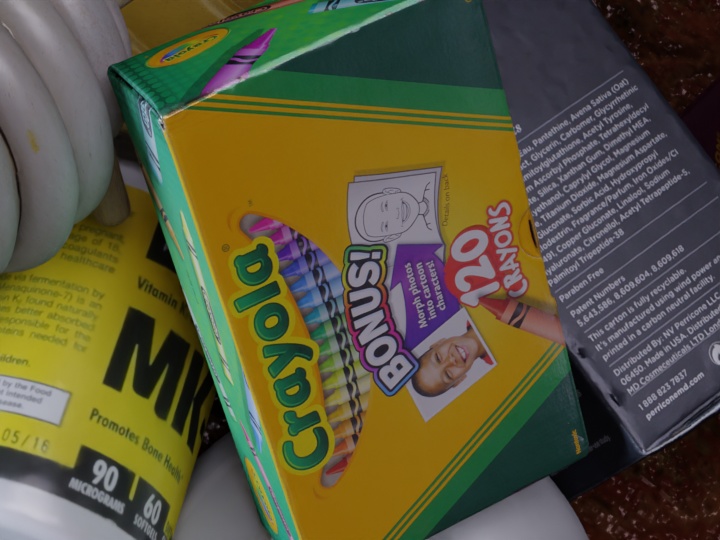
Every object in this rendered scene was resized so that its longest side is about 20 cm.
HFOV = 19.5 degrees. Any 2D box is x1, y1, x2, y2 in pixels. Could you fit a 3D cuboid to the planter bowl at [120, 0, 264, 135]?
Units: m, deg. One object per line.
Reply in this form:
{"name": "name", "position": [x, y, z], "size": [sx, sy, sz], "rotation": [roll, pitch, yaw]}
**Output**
{"name": "planter bowl", "position": [-0.045, -0.147, 0.814], "size": [0.199, 0.083, 0.202], "rotation": [-1, 87, 27]}

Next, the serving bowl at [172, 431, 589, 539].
{"name": "serving bowl", "position": [-0.002, 0.138, 0.819], "size": [0.198, 0.066, 0.202], "rotation": [-2, 72, 7]}

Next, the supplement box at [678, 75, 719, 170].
{"name": "supplement box", "position": [0.193, -0.032, 0.883], "size": [0.085, 0.200, 0.111], "rotation": [-16, 78, -18]}

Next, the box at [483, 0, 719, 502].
{"name": "box", "position": [0.071, -0.014, 0.874], "size": [0.104, 0.148, 0.201], "rotation": [-33, 84, -21]}

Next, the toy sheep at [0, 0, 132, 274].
{"name": "toy sheep", "position": [-0.142, -0.055, 0.726], "size": [0.138, 0.138, 0.200], "rotation": [43, 54, 1]}

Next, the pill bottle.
{"name": "pill bottle", "position": [-0.108, 0.026, 0.828], "size": [0.113, 0.114, 0.201], "rotation": [19, 63, -8]}

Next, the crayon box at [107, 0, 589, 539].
{"name": "crayon box", "position": [0.000, 0.000, 0.740], "size": [0.118, 0.058, 0.201], "rotation": [-25, 120, -15]}
